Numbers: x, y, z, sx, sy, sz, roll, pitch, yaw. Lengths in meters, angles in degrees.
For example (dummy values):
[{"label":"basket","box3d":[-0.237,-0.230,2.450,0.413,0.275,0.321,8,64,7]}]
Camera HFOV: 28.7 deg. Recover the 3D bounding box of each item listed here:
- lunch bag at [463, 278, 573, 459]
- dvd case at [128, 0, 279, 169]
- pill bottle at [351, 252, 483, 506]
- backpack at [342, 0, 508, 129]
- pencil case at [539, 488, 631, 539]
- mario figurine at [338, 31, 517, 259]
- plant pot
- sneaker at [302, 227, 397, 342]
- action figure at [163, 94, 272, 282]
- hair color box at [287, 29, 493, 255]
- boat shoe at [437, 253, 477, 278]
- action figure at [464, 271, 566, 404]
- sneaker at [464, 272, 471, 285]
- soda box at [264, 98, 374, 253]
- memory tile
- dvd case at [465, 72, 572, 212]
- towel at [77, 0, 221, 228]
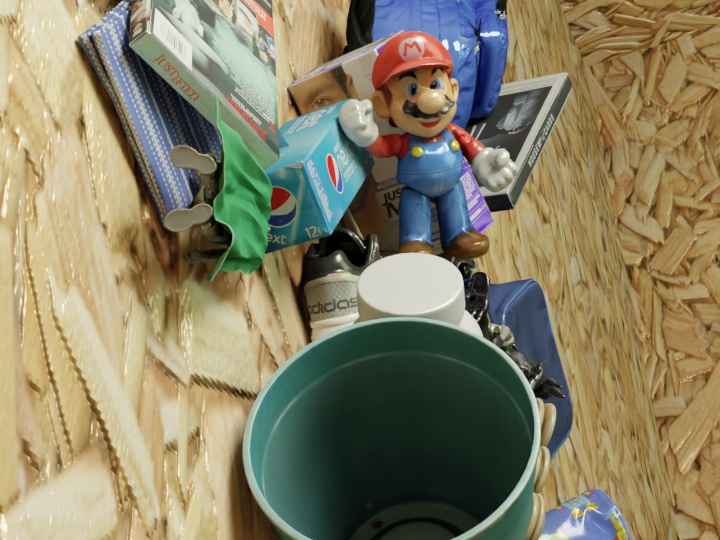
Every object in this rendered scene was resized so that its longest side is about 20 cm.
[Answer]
[{"label":"lunch bag","box3d":[0.121,0.102,1.438,0.136,0.132,0.200,-32,110,-60]},{"label":"dvd case","box3d":[-0.111,-0.185,1.022,0.146,0.022,0.200,43,28,-40]},{"label":"pill bottle","box3d":[0.044,0.091,1.125,0.111,0.111,0.200,-81,168,-55]},{"label":"backpack","box3d":[0.064,-0.218,1.407,0.200,0.167,0.163,-84,176,-50]},{"label":"pencil case","box3d":[0.153,0.274,1.274,0.087,0.200,0.078,57,-20,24]},{"label":"mario figurine","box3d":[0.058,-0.102,1.191,0.123,0.106,0.200,-24,107,-49]},{"label":"plant pot","box3d":[0.031,0.170,1.004,0.188,0.200,0.200,80,8,-46]},{"label":"sneaker","box3d":[0.000,0.000,1.227,0.200,0.074,0.088,-39,118,-67]},{"label":"action figure","box3d":[-0.092,-0.039,0.975,0.200,0.055,0.118,51,44,-80]},{"label":"hair color box","box3d":[0.029,-0.108,1.307,0.065,0.109,0.200,-40,108,-50]},{"label":"boat shoe","box3d":[0.082,-0.002,1.404,0.200,0.063,0.073,-58,177,-39]},{"label":"action figure","box3d":[0.106,0.088,1.264,0.102,0.119,0.200,-53,136,-23]},{"label":"sneaker","box3d":[0.076,-0.029,1.510,0.200,0.071,0.080,46,35,-52]},{"label":"soda box","box3d":[-0.045,-0.081,1.167,0.200,0.068,0.064,-61,132,-67]},{"label":"memory tile","box3d":[0.107,0.211,1.155,0.153,0.017,0.200,-79,-167,-49]},{"label":"dvd case","box3d":[0.116,-0.123,1.413,0.025,0.150,0.200,61,40,-30]},{"label":"towel","box3d":[-0.137,-0.134,1.008,0.200,0.024,0.145,-68,142,-61]}]
